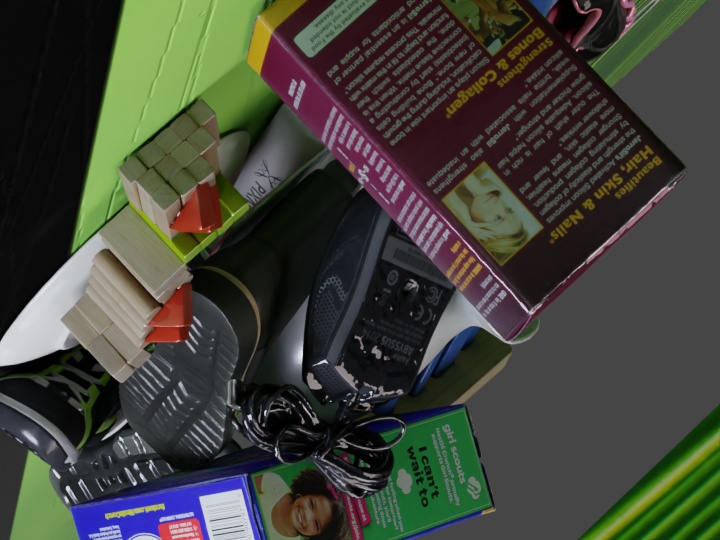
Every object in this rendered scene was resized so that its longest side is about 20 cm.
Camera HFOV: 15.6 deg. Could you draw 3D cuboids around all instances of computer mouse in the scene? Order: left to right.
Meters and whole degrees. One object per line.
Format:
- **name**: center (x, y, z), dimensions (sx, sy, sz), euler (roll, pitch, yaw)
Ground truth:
- **computer mouse**: center (-0.001, 0.020, 1.510), dimensions (0.138, 0.053, 0.201), euler (30, 85, -47)

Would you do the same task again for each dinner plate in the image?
- **dinner plate**: center (-0.133, -0.006, 1.533), dimensions (0.200, 0.024, 0.200), euler (-42, 176, -3)

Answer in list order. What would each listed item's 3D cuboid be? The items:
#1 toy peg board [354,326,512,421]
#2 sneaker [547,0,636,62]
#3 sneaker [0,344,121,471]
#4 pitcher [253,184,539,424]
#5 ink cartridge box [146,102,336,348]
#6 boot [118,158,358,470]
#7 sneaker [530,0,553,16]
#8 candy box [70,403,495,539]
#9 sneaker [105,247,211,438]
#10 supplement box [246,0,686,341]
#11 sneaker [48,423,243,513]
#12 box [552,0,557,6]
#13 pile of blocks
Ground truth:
- **toy peg board**: center (0.002, 0.012, 1.868), dimensions (0.200, 0.199, 0.098), euler (-36, 157, -55)
- **sneaker**: center (0.151, -0.186, 1.858), dimensions (0.096, 0.079, 0.200), euler (-57, 172, -17)
- **sneaker**: center (-0.178, 0.063, 1.605), dimensions (0.083, 0.072, 0.200), euler (-56, 179, 6)
- **pitcher**: center (0.000, 0.000, 1.638), dimensions (0.199, 0.173, 0.121), euler (-25, 150, 31)
- **ink cartridge box**: center (-0.060, -0.050, 1.615), dimensions (0.173, 0.044, 0.200), euler (-39, 175, -30)
- **boot**: center (-0.065, 0.030, 1.564), dimensions (0.138, 0.077, 0.200), euler (-46, 176, -33)
- **sneaker**: center (0.076, -0.173, 1.553), dimensions (0.201, 0.078, 0.070), euler (-65, -175, -30)
- **candy box**: center (-0.047, 0.146, 1.618), dimensions (0.169, 0.078, 0.199), euler (-14, -178, 45)
- **sneaker**: center (-0.131, 0.045, 1.785), dimensions (0.199, 0.076, 0.116), euler (-32, 179, -6)
- **supplement box**: center (0.050, -0.078, 1.310), dimensions (0.110, 0.200, 0.086), euler (-42, 176, -12)
- **sneaker**: center (-0.137, 0.123, 1.795), dimensions (0.199, 0.076, 0.079), euler (-9, -154, 50)
- **box**: center (0.080, -0.171, 1.682), dimensions (0.200, 0.048, 0.117), euler (-36, 172, -43)
- **pile of blocks**: center (-0.099, -0.006, 1.408), dimensions (0.082, 0.062, 0.200), euler (-34, 163, -36)
